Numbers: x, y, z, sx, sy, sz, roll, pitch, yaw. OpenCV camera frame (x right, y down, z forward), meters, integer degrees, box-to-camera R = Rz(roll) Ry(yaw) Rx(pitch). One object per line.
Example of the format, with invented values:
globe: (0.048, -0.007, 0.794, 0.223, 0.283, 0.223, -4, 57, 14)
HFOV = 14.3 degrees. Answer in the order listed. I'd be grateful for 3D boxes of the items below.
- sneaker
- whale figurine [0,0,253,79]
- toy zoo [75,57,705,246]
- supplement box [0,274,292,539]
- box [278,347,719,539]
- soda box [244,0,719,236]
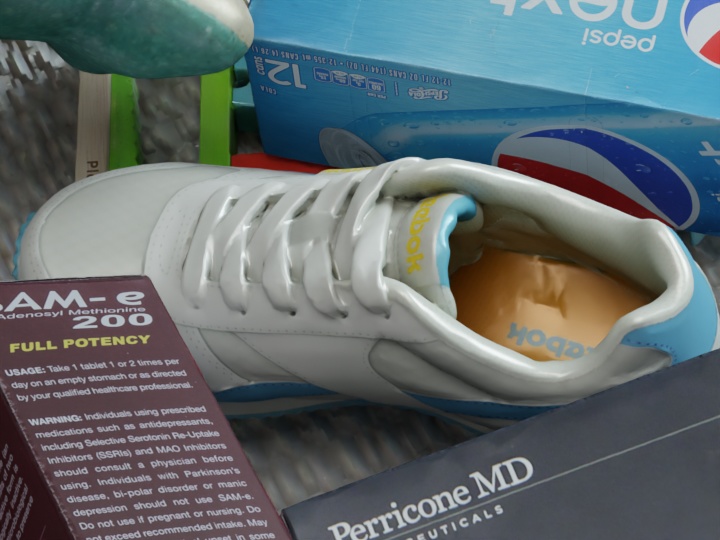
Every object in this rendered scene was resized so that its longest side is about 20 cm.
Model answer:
sneaker: (0.000, 0.000, 0.777, 0.199, 0.081, 0.077, 8, 63, 11)
whale figurine: (-0.124, -0.100, 0.756, 0.159, 0.200, 0.104, 12, 67, 57)
toy zoo: (0.015, -0.024, 0.849, 0.199, 0.020, 0.132, -4, 59, 3)
supplement box: (-0.055, 0.106, 0.704, 0.061, 0.109, 0.200, -4, 43, -30)
box: (0.105, 0.122, 0.704, 0.199, 0.104, 0.182, -19, 60, -5)
soda box: (0.071, -0.059, 0.813, 0.199, 0.064, 0.068, 10, 61, 12)
